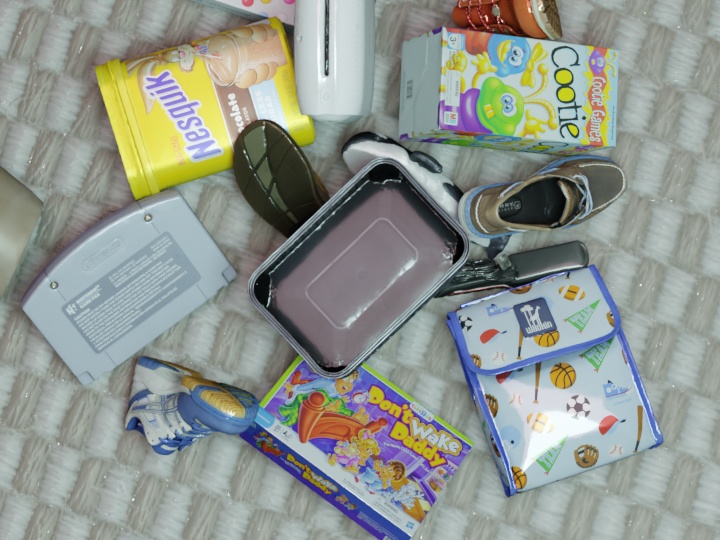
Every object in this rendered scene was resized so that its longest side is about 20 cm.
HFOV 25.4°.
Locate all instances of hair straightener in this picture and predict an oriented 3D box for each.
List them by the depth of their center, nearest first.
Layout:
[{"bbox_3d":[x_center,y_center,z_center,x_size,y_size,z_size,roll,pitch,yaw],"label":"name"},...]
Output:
[{"bbox_3d":[0.139,-0.006,1.658,0.199,0.077,0.041,-4,67,2],"label":"hair straightener"}]

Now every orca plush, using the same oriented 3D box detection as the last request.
[{"bbox_3d":[0.077,-0.097,1.674,0.199,0.105,0.071,21,48,0],"label":"orca plush"}]

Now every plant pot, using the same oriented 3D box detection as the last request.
[{"bbox_3d":[-0.424,-0.054,1.623,0.173,0.200,0.201,24,82,-13],"label":"plant pot"}]

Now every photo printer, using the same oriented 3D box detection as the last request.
[{"bbox_3d":[-0.024,-0.229,1.591,0.069,0.200,0.167,1,95,4],"label":"photo printer"}]

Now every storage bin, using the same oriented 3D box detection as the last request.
[{"bbox_3d":[0.000,0.000,1.582,0.200,0.094,0.135,-43,85,-2],"label":"storage bin"}]

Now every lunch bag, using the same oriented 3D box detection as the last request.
[{"bbox_3d":[0.193,0.109,1.617,0.169,0.124,0.201,-17,80,-2],"label":"lunch bag"}]

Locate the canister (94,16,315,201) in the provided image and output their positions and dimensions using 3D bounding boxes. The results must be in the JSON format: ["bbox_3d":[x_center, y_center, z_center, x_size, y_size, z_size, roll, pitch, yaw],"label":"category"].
[{"bbox_3d":[-0.161,-0.172,1.672,0.199,0.087,0.149,-18,91,-4],"label":"canister"}]

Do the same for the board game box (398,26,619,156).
[{"bbox_3d":[0.151,-0.180,1.629,0.199,0.103,0.105,3,87,-22],"label":"board game box"}]

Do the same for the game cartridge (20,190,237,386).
[{"bbox_3d":[-0.242,0.012,1.647,0.200,0.040,0.134,-36,117,-5],"label":"game cartridge"}]

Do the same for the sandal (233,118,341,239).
[{"bbox_3d":[-0.059,-0.075,1.658,0.082,0.055,0.200,-33,113,22],"label":"sandal"}]

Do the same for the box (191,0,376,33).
[{"bbox_3d":[-0.073,-0.338,1.722,0.199,0.041,0.156,19,82,4],"label":"box"}]

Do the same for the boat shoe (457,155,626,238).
[{"bbox_3d":[0.201,-0.070,1.639,0.199,0.072,0.073,-19,102,-25],"label":"boat shoe"}]

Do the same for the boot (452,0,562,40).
[{"bbox_3d":[0.149,-0.265,1.639,0.107,0.200,0.075,-14,101,3],"label":"boot"}]

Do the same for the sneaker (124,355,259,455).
[{"bbox_3d":[-0.169,0.148,1.596,0.075,0.200,0.088,18,87,-33],"label":"sneaker"}]

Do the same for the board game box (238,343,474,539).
[{"bbox_3d":[-0.003,0.171,1.618,0.200,0.045,0.135,35,53,5],"label":"board game box"}]
